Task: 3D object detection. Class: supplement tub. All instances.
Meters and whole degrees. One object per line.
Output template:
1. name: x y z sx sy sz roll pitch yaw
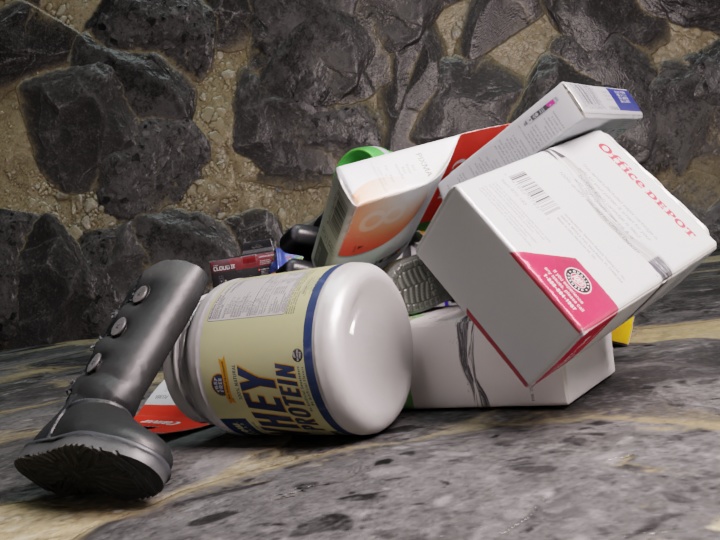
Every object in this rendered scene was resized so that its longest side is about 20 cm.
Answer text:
1. supplement tub: -0.066 0.075 0.700 0.198 0.147 0.144 -8 1 31

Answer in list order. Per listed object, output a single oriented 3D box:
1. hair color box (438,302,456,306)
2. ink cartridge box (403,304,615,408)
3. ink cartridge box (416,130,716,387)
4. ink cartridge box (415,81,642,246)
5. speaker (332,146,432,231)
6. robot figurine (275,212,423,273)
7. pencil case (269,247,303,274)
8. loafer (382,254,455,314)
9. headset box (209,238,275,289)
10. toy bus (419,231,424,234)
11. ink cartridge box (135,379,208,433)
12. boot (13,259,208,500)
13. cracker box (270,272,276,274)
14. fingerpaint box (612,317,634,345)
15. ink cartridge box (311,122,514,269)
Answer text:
1. hair color box: 0.110 0.062 1.099 0.064 0.111 0.200 -8 1 9
2. ink cartridge box: 0.127 0.077 0.748 0.198 0.085 0.145 -8 1 35
3. ink cartridge box: 0.168 -0.019 0.625 0.198 0.146 0.084 -23 -26 -36
4. ink cartridge box: 0.159 -0.104 0.751 0.199 0.044 0.195 -36 -11 33
5. speaker: 0.061 -0.087 0.884 0.088 0.090 0.198 -7 -8 42
6. robot figurine: 0.001 -0.002 0.932 0.197 0.152 0.125 11 25 -17
7. pencil case: -0.041 0.014 1.178 0.197 0.088 0.079 5 -43 -7
8. loafer: 0.094 -0.001 0.833 0.198 0.076 0.069 -10 4 -32
9. headset box: -0.158 0.052 1.268 0.147 0.203 0.077 -9 0 17
10. toy bus: 0.105 0.021 1.260 0.189 0.203 0.136 -16 -1 -1
11. ink cartridge box: -0.189 0.140 0.879 0.159 0.048 0.199 -7 -1 41
12. boot: -0.172 0.077 0.621 0.163 0.066 0.201 -8 39 35
13. cracker box: -0.023 0.055 1.100 0.133 0.058 0.199 -15 -33 32
14. fingerpaint box: 0.240 0.039 1.007 0.164 0.075 0.200 13 -1 -5
15. ink cartridge box: 0.057 -0.061 0.764 0.197 0.051 0.163 -15 -24 -20
